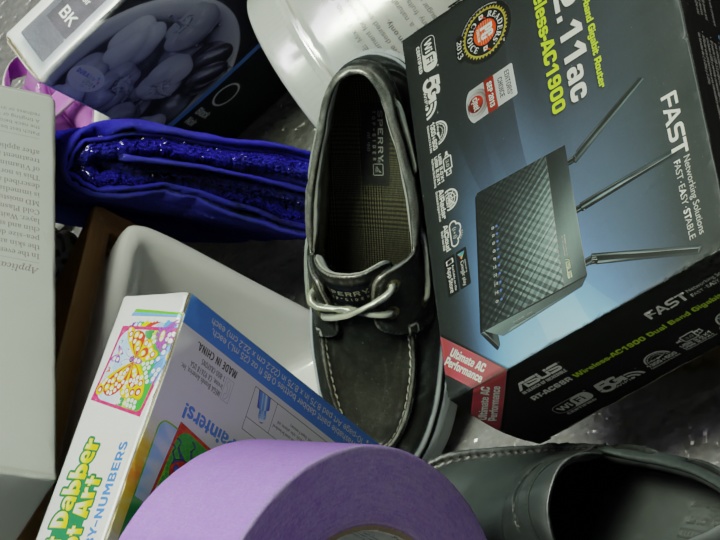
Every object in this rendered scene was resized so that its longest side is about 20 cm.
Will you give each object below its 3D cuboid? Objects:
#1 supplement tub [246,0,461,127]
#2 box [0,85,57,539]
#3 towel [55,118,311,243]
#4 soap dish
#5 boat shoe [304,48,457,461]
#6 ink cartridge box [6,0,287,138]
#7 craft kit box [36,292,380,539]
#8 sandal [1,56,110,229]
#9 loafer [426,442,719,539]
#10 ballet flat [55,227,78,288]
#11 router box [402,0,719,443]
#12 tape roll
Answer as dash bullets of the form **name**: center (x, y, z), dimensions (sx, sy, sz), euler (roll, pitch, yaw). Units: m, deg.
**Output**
- **supplement tub**: center (0.059, -0.144, 1.182), dimensions (0.200, 0.132, 0.132), euler (-36, 44, 13)
- **box**: center (-0.197, 0.028, 1.066), dimensions (0.124, 0.097, 0.201), euler (127, 146, -48)
- **towel**: center (-0.112, -0.048, 1.208), dimensions (0.200, 0.147, 0.050), euler (0, 80, 63)
- **soap dish**: center (-0.089, 0.093, 1.128), dimensions (0.081, 0.157, 0.201), euler (-27, 44, 46)
- **boat shoe**: center (0.000, 0.000, 1.108), dimensions (0.072, 0.071, 0.201), euler (-4, 94, 20)
- **ink cartridge box**: center (-0.059, -0.151, 1.242), dimensions (0.200, 0.198, 0.043), euler (-44, 68, 8)
- **craft kit box**: center (-0.056, 0.143, 1.024), dimensions (0.048, 0.200, 0.198), euler (-6, 57, 37)
- **sandal**: center (-0.182, -0.109, 1.419), dimensions (0.082, 0.050, 0.203), euler (-8, 56, 36)
- **loafer**: center (0.094, 0.100, 1.022), dimensions (0.200, 0.070, 0.068), euler (4, 63, 42)
- **ballet flat**: center (-0.165, 0.035, 1.242), dimensions (0.200, 0.072, 0.072), euler (136, 154, -64)
- **router box**: center (0.099, -0.047, 1.029), dimensions (0.150, 0.062, 0.201), euler (-32, 49, 32)
- **tape roll**: center (-0.022, 0.169, 0.974), dimensions (0.065, 0.200, 0.201), euler (-1, 61, 39)
